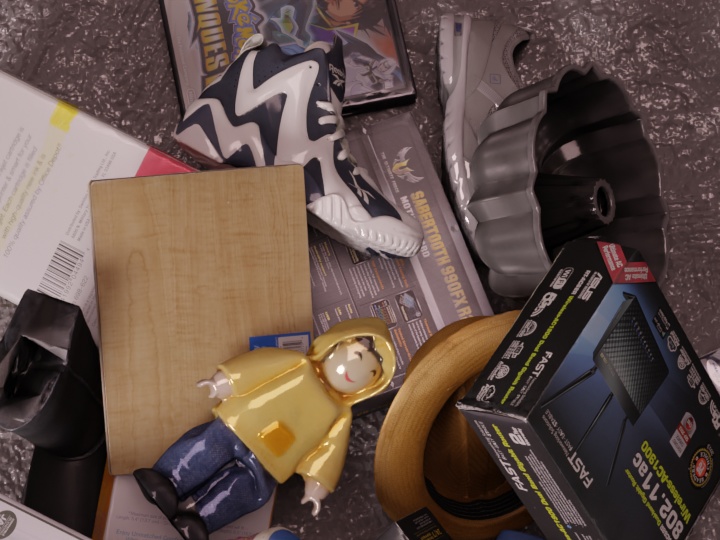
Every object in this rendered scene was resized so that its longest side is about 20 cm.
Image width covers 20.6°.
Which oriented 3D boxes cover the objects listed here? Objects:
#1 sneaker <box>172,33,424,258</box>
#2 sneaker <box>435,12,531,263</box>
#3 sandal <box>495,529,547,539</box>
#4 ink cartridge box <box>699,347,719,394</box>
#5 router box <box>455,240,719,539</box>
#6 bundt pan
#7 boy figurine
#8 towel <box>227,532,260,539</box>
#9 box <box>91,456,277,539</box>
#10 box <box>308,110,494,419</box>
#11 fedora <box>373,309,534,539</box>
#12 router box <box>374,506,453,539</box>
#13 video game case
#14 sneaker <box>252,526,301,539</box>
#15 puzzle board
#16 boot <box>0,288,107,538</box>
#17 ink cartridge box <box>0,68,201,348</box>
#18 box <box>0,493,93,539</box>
[{"bbox_3d":[-0.022,-0.101,1.428,0.199,0.079,0.130,28,83,19],"label":"sneaker"},{"bbox_3d":[0.101,-0.104,1.484,0.082,0.075,0.201,-2,73,0],"label":"sneaker"},{"bbox_3d":[0.111,0.223,1.392,0.199,0.080,0.087,-12,70,-13],"label":"sandal"},{"bbox_3d":[0.352,0.073,1.456,0.199,0.039,0.100,-23,74,-8],"label":"ink cartridge box"},{"bbox_3d":[0.164,0.101,1.315,0.062,0.200,0.150,7,52,45],"label":"router box"},{"bbox_3d":[0.144,-0.045,1.422,0.076,0.202,0.203,-8,69,36],"label":"bundt pan"},{"bbox_3d":[-0.052,0.108,1.338,0.200,0.064,0.125,-37,103,-10],"label":"boy figurine"},{"bbox_3d":[-0.134,0.262,1.317,0.199,0.023,0.144,-16,55,6],"label":"towel"},{"bbox_3d":[-0.113,0.114,1.387,0.119,0.041,0.201,11,89,-19],"label":"box"},{"bbox_3d":[0.000,0.000,1.465,0.158,0.048,0.201,-20,75,-7],"label":"box"},{"bbox_3d":[0.085,0.098,1.394,0.200,0.201,0.082,-23,39,-8],"label":"fedora"},{"bbox_3d":[0.018,0.282,1.326,0.200,0.052,0.157,-45,76,24],"label":"router box"},{"bbox_3d":[-0.065,-0.208,1.539,0.180,0.026,0.201,-11,74,-5],"label":"video game case"},{"bbox_3d":[0.010,0.245,1.251,0.111,0.077,0.201,-23,90,33],"label":"sneaker"},{"bbox_3d":[-0.106,0.032,1.353,0.150,0.017,0.201,-6,97,-20],"label":"puzzle board"},{"bbox_3d":[-0.209,0.118,1.347,0.065,0.200,0.166,4,73,0],"label":"boot"},{"bbox_3d":[-0.222,-0.048,1.436,0.199,0.083,0.146,28,92,9],"label":"ink cartridge box"},{"bbox_3d":[-0.198,0.209,1.286,0.199,0.117,0.060,21,65,26],"label":"box"}]
